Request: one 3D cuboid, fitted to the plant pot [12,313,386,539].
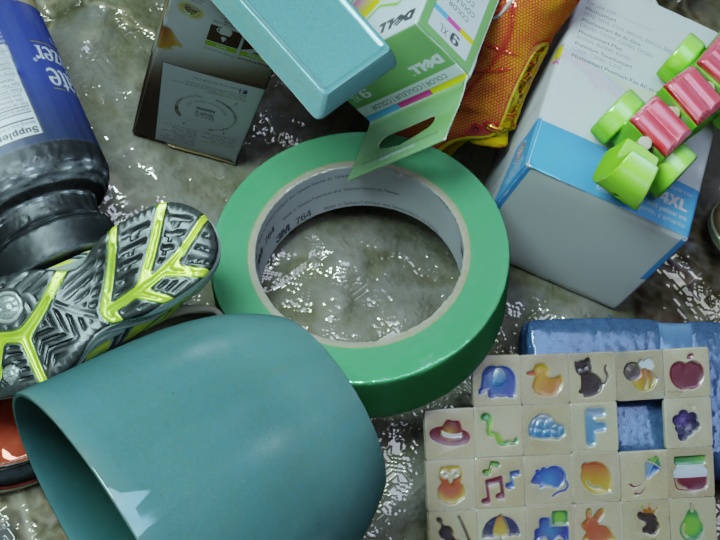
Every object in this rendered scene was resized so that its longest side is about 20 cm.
[{"bbox_3d":[-0.083,0.118,0.968,0.160,0.201,0.201,-31,77,-21],"label":"plant pot"}]

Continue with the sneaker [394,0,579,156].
[{"bbox_3d":[0.097,-0.134,1.164,0.077,0.200,0.073,50,31,12],"label":"sneaker"}]

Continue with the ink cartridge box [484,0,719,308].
[{"bbox_3d":[0.177,-0.102,1.193,0.125,0.129,0.201,24,62,-5],"label":"ink cartridge box"}]

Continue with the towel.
[{"bbox_3d":[0.205,0.090,1.155,0.198,0.049,0.113,4,75,-12],"label":"towel"}]

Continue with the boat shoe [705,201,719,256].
[{"bbox_3d":[0.359,-0.050,1.253,0.199,0.076,0.072,-9,69,-20],"label":"boat shoe"}]

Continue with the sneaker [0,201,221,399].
[{"bbox_3d":[-0.172,0.029,1.015,0.199,0.076,0.076,-23,78,2],"label":"sneaker"}]

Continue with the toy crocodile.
[{"bbox_3d":[0.218,-0.111,1.102,0.068,0.062,0.200,46,61,5],"label":"toy crocodile"}]

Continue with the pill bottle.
[{"bbox_3d":[-0.230,-0.082,1.074,0.111,0.112,0.201,-19,73,-23],"label":"pill bottle"}]

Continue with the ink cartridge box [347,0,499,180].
[{"bbox_3d":[0.034,-0.167,1.120,0.059,0.103,0.201,39,55,-27],"label":"ink cartridge box"}]

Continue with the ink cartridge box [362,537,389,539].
[{"bbox_3d":[0.074,0.258,1.022,0.198,0.075,0.166,6,65,-8],"label":"ink cartridge box"}]

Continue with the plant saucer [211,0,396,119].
[{"bbox_3d":[-0.064,-0.184,0.995,0.070,0.019,0.200,-37,80,-27],"label":"plant saucer"}]

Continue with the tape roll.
[{"bbox_3d":[0.000,0.000,1.106,0.199,0.048,0.202,-1,55,1],"label":"tape roll"}]

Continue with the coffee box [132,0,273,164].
[{"bbox_3d":[-0.091,-0.172,1.106,0.079,0.200,0.115,15,62,-9],"label":"coffee box"}]

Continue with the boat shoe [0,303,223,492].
[{"bbox_3d":[-0.174,0.076,1.047,0.199,0.063,0.071,-24,76,-23],"label":"boat shoe"}]

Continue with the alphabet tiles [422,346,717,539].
[{"bbox_3d":[0.141,0.139,1.104,0.198,0.008,0.169,-2,88,-9],"label":"alphabet tiles"}]
